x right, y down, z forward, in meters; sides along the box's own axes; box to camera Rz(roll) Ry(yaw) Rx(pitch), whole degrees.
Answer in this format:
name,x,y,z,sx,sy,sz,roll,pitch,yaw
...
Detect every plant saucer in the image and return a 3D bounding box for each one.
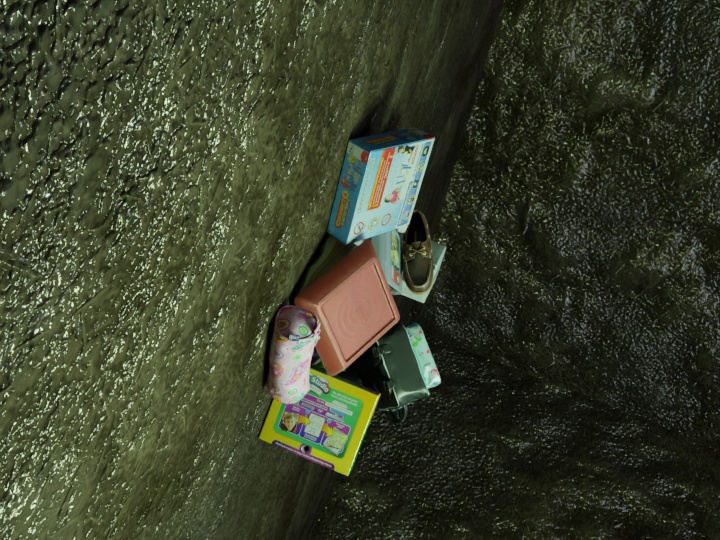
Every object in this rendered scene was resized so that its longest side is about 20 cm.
name,x,y,z,sx,sy,sz,roll,pitch,yaw
plant saucer,-0.011,0.076,1.459,0.200,0.037,0.200,-39,126,-25

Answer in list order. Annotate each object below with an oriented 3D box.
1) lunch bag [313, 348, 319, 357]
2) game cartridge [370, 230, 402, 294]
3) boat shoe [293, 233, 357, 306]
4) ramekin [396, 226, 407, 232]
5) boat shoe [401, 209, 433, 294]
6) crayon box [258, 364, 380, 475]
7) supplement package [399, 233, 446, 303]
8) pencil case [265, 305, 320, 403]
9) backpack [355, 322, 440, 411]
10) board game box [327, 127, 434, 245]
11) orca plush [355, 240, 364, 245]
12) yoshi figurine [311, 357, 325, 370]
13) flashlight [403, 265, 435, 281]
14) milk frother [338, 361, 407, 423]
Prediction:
name,x,y,z,sx,sy,sz,roll,pitch,yaw
lunch bag,-0.052,0.121,1.578,0.200,0.132,0.136,67,44,-78
game cartridge,0.058,-0.026,1.651,0.200,0.041,0.134,34,51,-74
boat shoe,-0.061,0.015,1.461,0.072,0.076,0.200,96,17,-60
ramekin,0.077,-0.190,1.687,0.202,0.094,0.203,-166,-90,-88
boat shoe,0.124,-0.044,1.712,0.070,0.070,0.201,81,5,-55
crayon box,-0.082,0.295,1.567,0.058,0.199,0.173,33,78,-82
supplement package,0.095,-0.025,1.926,0.117,0.199,0.118,-56,165,-57
pencil case,-0.122,0.153,1.384,0.088,0.087,0.200,-60,169,-46
backpack,0.071,0.208,1.660,0.150,0.178,0.200,-16,168,-24
board game box,0.040,-0.165,1.488,0.196,0.056,0.201,-20,135,-45
orca plush,-0.019,-0.012,1.592,0.105,0.071,0.201,-29,104,-58
yoshi figurine,-0.059,0.212,1.726,0.112,0.112,0.201,46,52,-50
flashlight,0.075,-0.015,1.826,0.068,0.199,0.068,79,33,-73
milk frother,-0.021,0.321,1.786,0.188,0.181,0.200,-44,-157,-24
